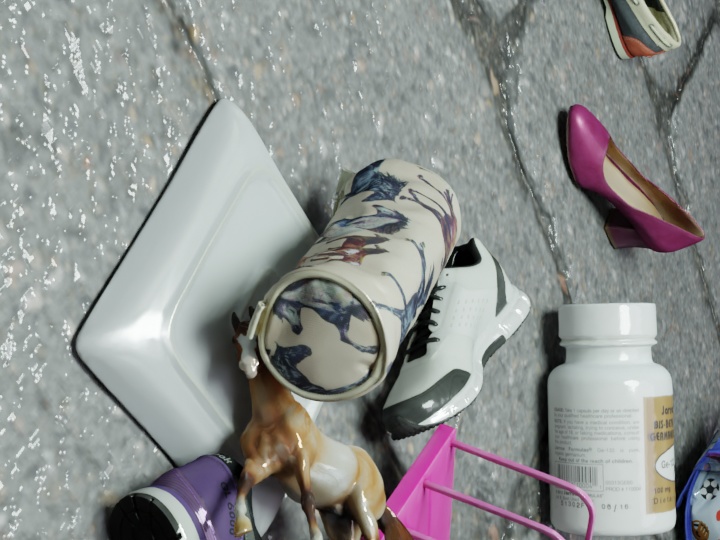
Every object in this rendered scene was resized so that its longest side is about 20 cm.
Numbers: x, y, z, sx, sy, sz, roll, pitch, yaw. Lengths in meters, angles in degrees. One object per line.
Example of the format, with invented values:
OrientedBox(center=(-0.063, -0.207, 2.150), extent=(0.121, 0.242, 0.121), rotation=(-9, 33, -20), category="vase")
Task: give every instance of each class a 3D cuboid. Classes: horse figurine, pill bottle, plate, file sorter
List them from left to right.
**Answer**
OrientedBox(center=(-0.066, 0.032, 0.760), extent=(0.201, 0.032, 0.201), rotation=(58, 43, -38), category="plate")
OrientedBox(center=(-0.020, 0.130, 0.724), extent=(0.200, 0.050, 0.133), rotation=(45, 22, -35), category="horse figurine")
OrientedBox(center=(0.065, 0.233, 0.826), extent=(0.200, 0.124, 0.141), rotation=(-47, 147, -47), category="file sorter")
OrientedBox(center=(0.226, 0.132, 1.125), extent=(0.114, 0.113, 0.204), rotation=(3, 85, -56), category="pill bottle")

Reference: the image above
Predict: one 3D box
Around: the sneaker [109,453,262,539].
OrientedBox(center=(-0.069, 0.203, 0.698), extent=(0.087, 0.075, 0.203), rotation=(-25, 108, -51), category="sneaker")

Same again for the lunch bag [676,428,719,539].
OrientedBox(center=(0.444, 0.267, 1.441), extent=(0.170, 0.122, 0.203), rotation=(-31, 115, -53), category="lunch bag")

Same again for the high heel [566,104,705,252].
OrientedBox(center=(0.271, -0.094, 1.226), extent=(0.200, 0.095, 0.068), rotation=(51, 48, -42), category="high heel")

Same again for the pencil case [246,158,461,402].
OrientedBox(center=(0.000, 0.000, 0.748), extent=(0.200, 0.088, 0.079), rotation=(-57, 157, -60), category="pencil case")

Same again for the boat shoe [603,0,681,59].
OrientedBox(center=(0.274, -0.307, 1.278), extent=(0.072, 0.062, 0.201), rotation=(-58, 133, -38), category="boat shoe")

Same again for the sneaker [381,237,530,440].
OrientedBox(center=(0.059, 0.050, 0.931), extent=(0.081, 0.073, 0.200), rotation=(57, 38, -15), category="sneaker")
